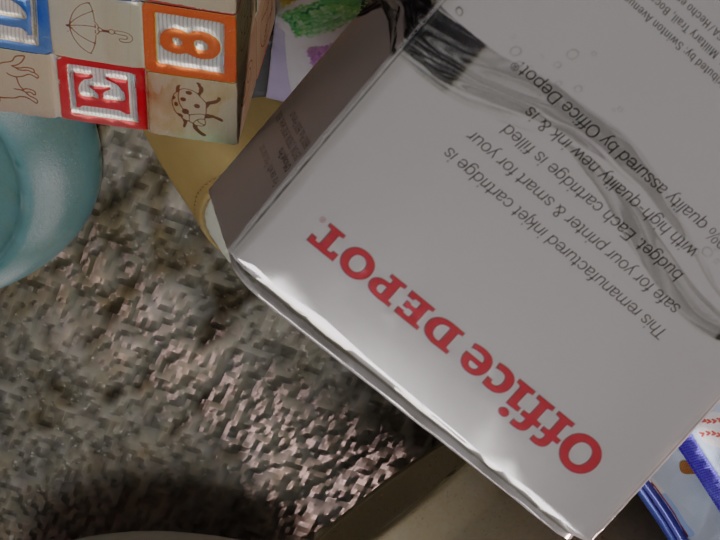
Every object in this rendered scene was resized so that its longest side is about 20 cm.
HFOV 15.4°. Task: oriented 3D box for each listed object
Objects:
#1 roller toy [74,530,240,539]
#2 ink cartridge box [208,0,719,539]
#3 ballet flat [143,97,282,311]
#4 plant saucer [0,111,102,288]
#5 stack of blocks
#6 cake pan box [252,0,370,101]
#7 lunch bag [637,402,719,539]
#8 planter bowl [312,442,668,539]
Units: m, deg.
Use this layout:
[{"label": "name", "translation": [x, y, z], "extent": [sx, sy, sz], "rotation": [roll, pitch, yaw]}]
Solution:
[{"label": "roller toy", "translation": [-0.078, 0.199, 1.165], "extent": [0.200, 0.140, 0.183], "rotation": [-5, 147, 15]}, {"label": "ink cartridge box", "translation": [0.072, -0.044, 0.791], "extent": [0.145, 0.084, 0.200], "rotation": [40, 97, -16]}, {"label": "ballet flat", "translation": [0.000, 0.000, 0.970], "extent": [0.200, 0.063, 0.069], "rotation": [34, 136, -23]}, {"label": "plant saucer", "translation": [-0.196, -0.049, 0.996], "extent": [0.200, 0.027, 0.200], "rotation": [7, 140, 6]}, {"label": "stack of blocks", "translation": [-0.085, -0.132, 0.766], "extent": [0.115, 0.059, 0.200], "rotation": [10, 140, 5]}, {"label": "cake pan box", "translation": [-0.057, -0.139, 0.834], "extent": [0.184, 0.052, 0.200], "rotation": [14, 140, 2]}, {"label": "lunch bag", "translation": [0.150, 0.035, 0.928], "extent": [0.160, 0.076, 0.200], "rotation": [-22, 111, 31]}, {"label": "planter bowl", "translation": [0.048, 0.143, 1.045], "extent": [0.200, 0.200, 0.135], "rotation": [-34, 96, 41]}]
